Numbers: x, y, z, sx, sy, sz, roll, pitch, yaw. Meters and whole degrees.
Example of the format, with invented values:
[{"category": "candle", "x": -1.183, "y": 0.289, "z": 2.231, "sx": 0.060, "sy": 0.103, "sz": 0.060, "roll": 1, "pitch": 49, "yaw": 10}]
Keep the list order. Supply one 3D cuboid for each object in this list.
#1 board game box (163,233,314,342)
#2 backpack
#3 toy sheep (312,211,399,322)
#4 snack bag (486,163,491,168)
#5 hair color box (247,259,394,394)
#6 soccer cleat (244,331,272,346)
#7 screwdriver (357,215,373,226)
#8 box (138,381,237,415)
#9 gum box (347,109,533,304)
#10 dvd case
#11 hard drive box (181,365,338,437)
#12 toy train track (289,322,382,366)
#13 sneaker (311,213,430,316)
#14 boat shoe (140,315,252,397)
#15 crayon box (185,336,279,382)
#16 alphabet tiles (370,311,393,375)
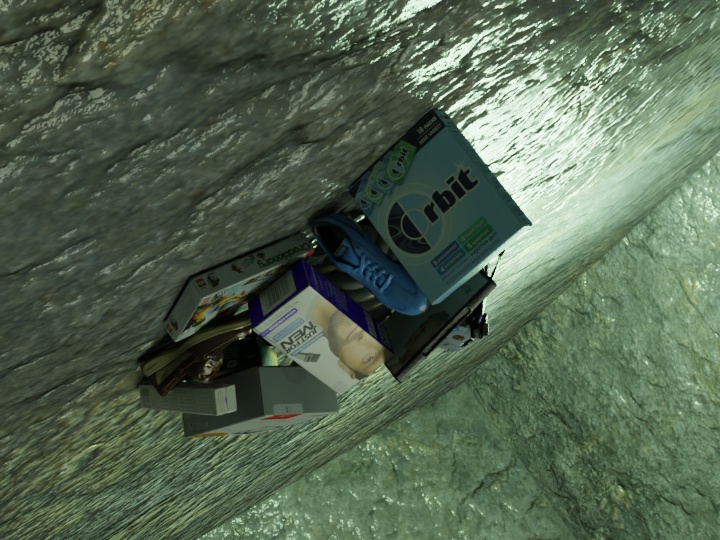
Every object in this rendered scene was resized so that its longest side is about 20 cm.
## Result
[{"category": "board game box", "x": -0.168, "y": 0.022, "z": 1.525, "sx": 0.199, "sy": 0.035, "sz": 0.126, "roll": -25, "pitch": 164, "yaw": -38}, {"category": "backpack", "x": 0.141, "y": 0.040, "z": 1.787, "sx": 0.191, "sy": 0.153, "sz": 0.201, "roll": 96, "pitch": 8, "yaw": -62}, {"category": "toy sheep", "x": 0.000, "y": 0.000, "z": 1.635, "sx": 0.137, "sy": 0.138, "sz": 0.201, "roll": -32, "pitch": 130, "yaw": -14}, {"category": "snack bag", "x": 0.116, "y": -0.124, "z": 1.754, "sx": 0.188, "sy": 0.021, "sz": 0.200, "roll": -38, "pitch": 166, "yaw": 12}, {"category": "hair color box", "x": -0.055, "y": 0.085, "z": 1.570, "sx": 0.109, "sy": 0.065, "sz": 0.200, "roll": -37, "pitch": 129, "yaw": 16}, {"category": "soccer cleat", "x": -0.095, "y": 0.086, "z": 1.727, "sx": 0.199, "sy": 0.068, "sz": 0.081, "roll": -13, "pitch": -156, "yaw": 12}, {"category": "screwdriver", "x": 0.018, "y": -0.088, "z": 1.629, "sx": 0.029, "sy": 0.028, "sz": 0.200, "roll": -61, "pitch": 177, "yaw": -28}, {"category": "box", "x": -0.260, "y": 0.189, "z": 1.635, "sx": 0.039, "sy": 0.042, "sz": 0.199, "roll": -10, "pitch": -177, "yaw": -44}, {"category": "gum box", "x": 0.105, "y": -0.085, "z": 1.476, "sx": 0.170, "sy": 0.200, "sz": 0.044, "roll": -41, "pitch": 166, "yaw": 23}, {"category": "dvd case", "x": 0.102, "y": 0.063, "z": 1.620, "sx": 0.200, "sy": 0.018, "sz": 0.143, "roll": -45, "pitch": -154, "yaw": 2}, {"category": "hard drive box", "x": -0.160, "y": 0.204, "z": 1.706, "sx": 0.155, "sy": 0.077, "sz": 0.199, "roll": 4, "pitch": 161, "yaw": -44}, {"category": "toy train track", "x": -0.037, "y": 0.110, "z": 1.768, "sx": 0.199, "sy": 0.033, "sz": 0.115, "roll": -23, "pitch": 165, "yaw": -39}, {"category": "sneaker", "x": 0.008, "y": -0.005, "z": 1.516, "sx": 0.066, "sy": 0.200, "sz": 0.078, "roll": -54, "pitch": 161, "yaw": 18}, {"category": "boat shoe", "x": -0.226, "y": 0.127, "z": 1.567, "sx": 0.199, "sy": 0.072, "sz": 0.072, "roll": -27, "pitch": 179, "yaw": 24}, {"category": "crayon box", "x": -0.202, "y": 0.154, "z": 1.746, "sx": 0.125, "sy": 0.052, "sz": 0.200, "roll": -9, "pitch": 167, "yaw": 4}, {"category": "alphabet tiles", "x": 0.007, "y": 0.085, "z": 1.839, "sx": 0.199, "sy": 0.008, "sz": 0.168, "roll": 25, "pitch": 99, "yaw": -31}]
